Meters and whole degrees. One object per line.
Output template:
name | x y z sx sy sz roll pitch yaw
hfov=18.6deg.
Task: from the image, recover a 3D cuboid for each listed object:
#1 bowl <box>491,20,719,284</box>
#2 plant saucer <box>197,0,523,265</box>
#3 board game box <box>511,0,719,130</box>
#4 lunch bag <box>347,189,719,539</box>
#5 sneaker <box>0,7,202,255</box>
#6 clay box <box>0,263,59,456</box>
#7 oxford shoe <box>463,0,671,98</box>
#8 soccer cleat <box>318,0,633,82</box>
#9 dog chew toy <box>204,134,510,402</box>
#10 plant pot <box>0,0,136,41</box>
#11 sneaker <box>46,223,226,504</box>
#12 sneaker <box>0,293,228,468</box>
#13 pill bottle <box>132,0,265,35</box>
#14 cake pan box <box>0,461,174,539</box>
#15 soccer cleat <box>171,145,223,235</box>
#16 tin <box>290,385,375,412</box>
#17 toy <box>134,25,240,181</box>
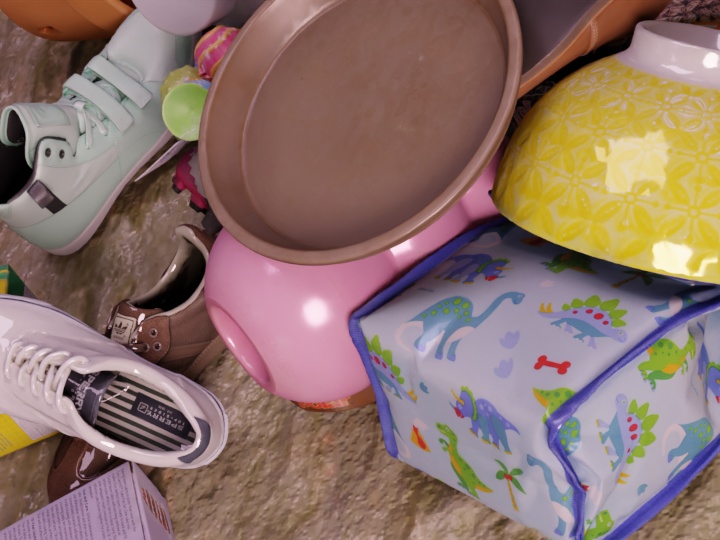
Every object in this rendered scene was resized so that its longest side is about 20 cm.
bowl | 0.174 -0.072 1.170 0.199 0.199 0.109 26 113 46
plant saucer | 0.002 -0.089 1.182 0.199 0.029 0.202 -16 57 25
board game box | 0.188 -0.175 1.350 0.198 0.097 0.160 -1 51 33
lunch bag | 0.124 0.035 1.184 0.199 0.128 0.170 -34 38 -26
sneaker | -0.183 -0.110 1.489 0.073 0.118 0.201 29 88 22
clay box | -0.283 0.081 1.412 0.199 0.115 0.048 -21 41 15
oxford shoe | 0.120 -0.138 1.194 0.199 0.071 0.072 -38 49 9
soccer cleat | 0.069 -0.123 1.260 0.198 0.068 0.082 11 84 5
dog chew toy | 0.009 -0.015 1.256 0.199 0.125 0.124 -36 40 -16
plant pot | -0.196 -0.256 1.630 0.139 0.200 0.201 -17 41 43
sneaker | -0.144 0.059 1.369 0.070 0.076 0.201 11 58 40
sneaker | -0.172 0.062 1.299 0.198 0.071 0.074 18 85 3
pill bottle | -0.070 -0.233 1.513 0.112 0.114 0.200 5 27 37
cake pan box | -0.182 0.228 1.255 0.183 0.052 0.201 -31 41 8
soccer cleat | -0.065 -0.058 1.397 0.086 0.070 0.200 -49 18 1
tin | 0.000 0.000 1.358 0.111 0.042 0.201 -3 51 27
toy | -0.099 -0.126 1.444 0.115 0.047 0.200 -42 8 14
